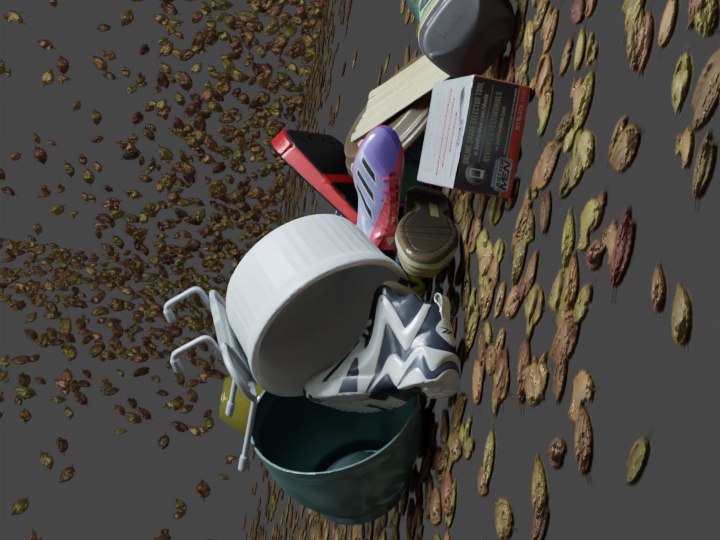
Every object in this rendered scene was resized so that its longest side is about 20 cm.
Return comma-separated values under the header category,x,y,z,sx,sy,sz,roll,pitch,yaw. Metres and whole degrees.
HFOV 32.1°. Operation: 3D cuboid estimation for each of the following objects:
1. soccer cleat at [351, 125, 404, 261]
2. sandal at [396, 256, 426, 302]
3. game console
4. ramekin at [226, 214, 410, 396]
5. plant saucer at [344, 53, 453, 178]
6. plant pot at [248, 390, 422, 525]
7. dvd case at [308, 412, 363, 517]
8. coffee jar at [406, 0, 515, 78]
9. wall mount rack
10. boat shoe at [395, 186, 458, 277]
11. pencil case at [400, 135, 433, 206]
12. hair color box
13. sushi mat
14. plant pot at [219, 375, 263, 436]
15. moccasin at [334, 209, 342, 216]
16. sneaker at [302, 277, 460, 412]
category,x,y,z,sx,sy,sz,roll,pitch,yaw
soccer cleat,0.024,-0.067,1.445,0.076,0.066,0.202,45,133,47
sandal,0.035,0.048,1.532,0.080,0.086,0.202,123,153,-66
game console,-0.021,-0.111,1.606,0.031,0.177,0.200,-46,-12,17
ramekin,-0.052,0.034,1.378,0.098,0.199,0.202,52,142,35
plant saucer,0.046,-0.200,1.570,0.200,0.029,0.201,-43,22,21
plant pot,-0.016,0.205,1.440,0.201,0.198,0.135,-93,-12,-54
dvd case,-0.023,0.197,1.608,0.149,0.016,0.202,-94,26,-72
coffee jar,0.107,-0.284,1.356,0.105,0.085,0.201,-51,20,22
wall mount rack,-0.155,0.117,1.405,0.175,0.074,0.200,59,-177,-29
boat shoe,0.073,-0.026,1.423,0.200,0.071,0.077,-72,-3,-66
pencil case,0.044,-0.155,1.658,0.200,0.091,0.086,-104,24,-67
hair color box,0.112,-0.137,1.281,0.200,0.063,0.112,-133,53,-81
sushi mat,0.062,-0.228,1.517,0.199,0.012,0.096,-29,33,45
plant pot,-0.285,0.335,3.192,0.200,0.140,0.203,-171,90,-82
moccasin,0.000,0.000,1.695,0.068,0.079,0.202,-102,8,-60
sneaker,0.023,0.076,1.346,0.198,0.079,0.131,-18,60,44
